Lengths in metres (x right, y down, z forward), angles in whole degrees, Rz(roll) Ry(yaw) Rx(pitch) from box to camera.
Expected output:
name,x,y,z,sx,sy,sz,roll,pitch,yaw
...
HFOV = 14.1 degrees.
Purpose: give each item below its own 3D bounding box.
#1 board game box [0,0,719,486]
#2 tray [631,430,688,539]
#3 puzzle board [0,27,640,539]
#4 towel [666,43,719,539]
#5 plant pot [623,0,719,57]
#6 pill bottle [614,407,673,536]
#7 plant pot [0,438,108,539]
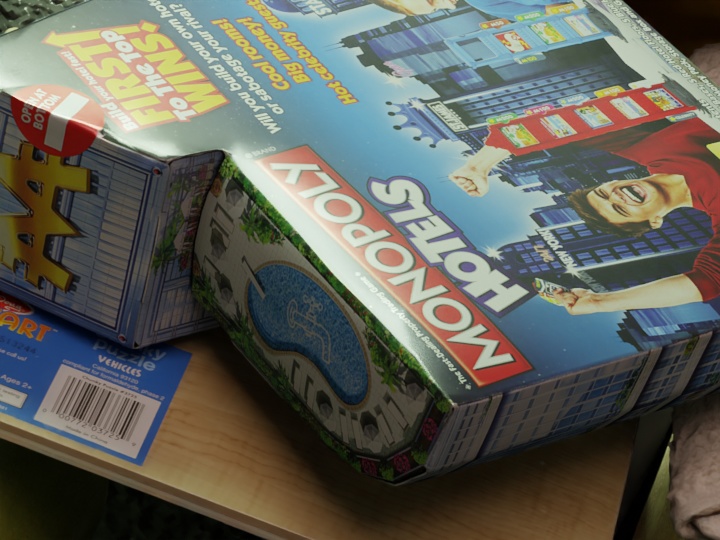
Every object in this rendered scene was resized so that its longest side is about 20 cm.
name,x,y,z,sx,sy,sz,roll,pitch,yaw
board game box,-0.002,-0.018,0.737,0.199,0.062,0.200,-15,46,-33
tray,0.112,0.060,0.867,0.037,0.099,0.201,17,55,11
puzzle board,-0.024,0.015,0.759,0.199,0.017,0.151,20,39,0
towel,0.148,-0.005,0.785,0.132,0.035,0.201,-11,43,16
plant pot,0.129,-0.152,0.916,0.199,0.200,0.184,-2,73,-14
pill bottle,0.000,0.000,0.872,0.199,0.114,0.114,24,55,2
plant pot,-0.167,0.079,0.749,0.200,0.201,0.193,34,45,9
